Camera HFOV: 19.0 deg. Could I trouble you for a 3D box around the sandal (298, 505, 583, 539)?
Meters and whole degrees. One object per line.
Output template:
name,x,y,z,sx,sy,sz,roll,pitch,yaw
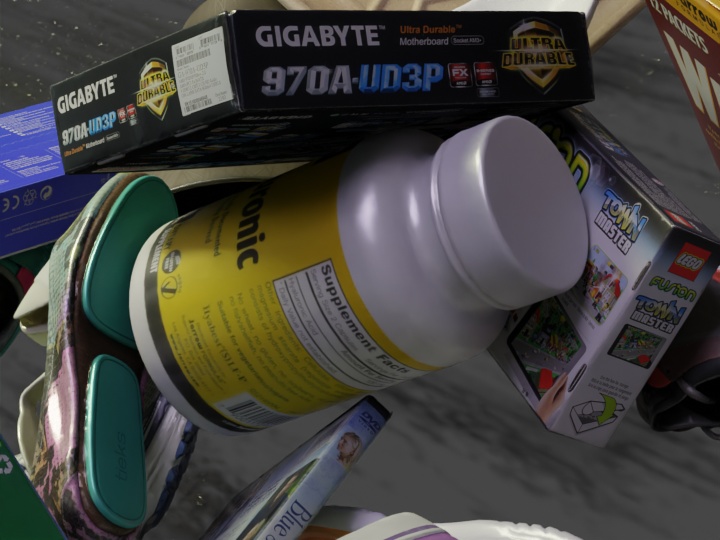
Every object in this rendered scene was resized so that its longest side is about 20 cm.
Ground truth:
sandal,0.040,0.151,0.944,0.207,0.079,0.059,0,49,45

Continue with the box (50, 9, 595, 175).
box,-0.017,-0.082,0.992,0.200,0.046,0.159,-5,-4,-35

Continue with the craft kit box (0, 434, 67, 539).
craft kit box,-0.211,0.123,0.985,0.049,0.200,0.198,-31,-3,-37

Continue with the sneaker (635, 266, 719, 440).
sneaker,0.143,0.030,1.002,0.200,0.077,0.082,23,70,47

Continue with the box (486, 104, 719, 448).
box,0.088,-0.016,1.016,0.110,0.035,0.200,-59,32,17

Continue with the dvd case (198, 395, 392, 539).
dvd case,-0.073,0.148,0.973,0.200,0.018,0.143,-50,6,-40

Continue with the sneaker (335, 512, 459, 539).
sneaker,0.001,0.160,0.803,0.114,0.073,0.200,36,38,29

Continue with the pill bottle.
pill bottle,0.000,0.000,0.986,0.200,0.111,0.111,-20,38,34

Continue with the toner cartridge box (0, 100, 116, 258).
toner cartridge box,-0.194,-0.054,1.245,0.095,0.043,0.200,24,30,36

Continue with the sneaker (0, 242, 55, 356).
sneaker,-0.263,0.022,1.258,0.200,0.084,0.121,-18,17,16

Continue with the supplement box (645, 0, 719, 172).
supplement box,0.258,-0.108,0.970,0.200,0.197,0.133,-34,39,-3

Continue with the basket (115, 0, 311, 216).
basket,-0.059,-0.057,1.185,0.180,0.136,0.200,-17,37,21

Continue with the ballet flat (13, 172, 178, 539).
ballet flat,-0.132,0.044,1.023,0.071,0.069,0.200,-18,55,31

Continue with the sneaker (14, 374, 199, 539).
sneaker,-0.134,0.101,1.056,0.085,0.077,0.200,22,69,1

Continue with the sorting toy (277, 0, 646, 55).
sorting toy,0.054,-0.171,1.224,0.185,0.036,0.200,43,64,12

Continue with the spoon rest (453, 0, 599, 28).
spoon rest,0.108,-0.140,1.154,0.200,0.061,0.099,-27,31,-25
